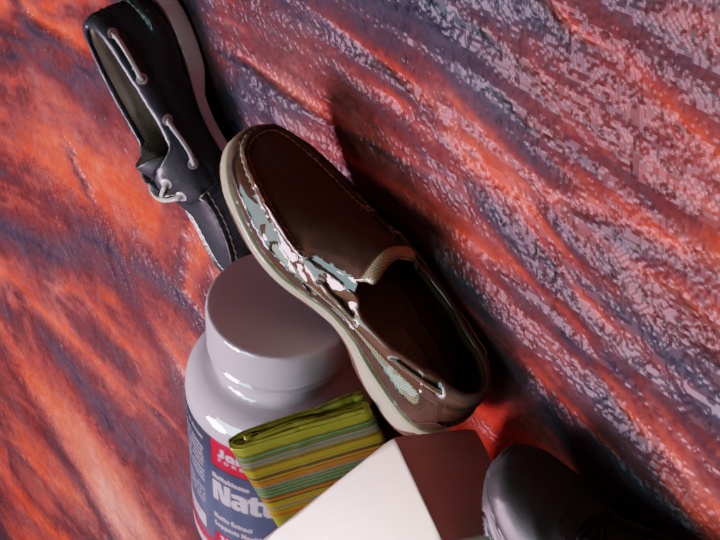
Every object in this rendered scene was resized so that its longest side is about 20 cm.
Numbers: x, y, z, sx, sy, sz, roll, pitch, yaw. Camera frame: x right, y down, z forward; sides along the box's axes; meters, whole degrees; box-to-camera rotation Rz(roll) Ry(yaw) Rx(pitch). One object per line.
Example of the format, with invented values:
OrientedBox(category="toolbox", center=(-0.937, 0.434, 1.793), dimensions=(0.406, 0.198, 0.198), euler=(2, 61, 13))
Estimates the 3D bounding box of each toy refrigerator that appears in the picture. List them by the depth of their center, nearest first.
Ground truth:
OrientedBox(category="toy refrigerator", center=(-0.007, 0.172, 0.869), dimensions=(0.200, 0.076, 0.070), euler=(-42, 63, 32))

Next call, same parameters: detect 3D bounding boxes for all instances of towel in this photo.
OrientedBox(category="towel", center=(-0.009, 0.146, 0.926), dimensions=(0.201, 0.085, 0.018), euler=(67, -170, -46))

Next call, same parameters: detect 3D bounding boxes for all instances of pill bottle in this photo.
OrientedBox(category="pill bottle", center=(-0.050, 0.090, 0.953), dimensions=(0.120, 0.119, 0.201), euler=(42, 147, 33))

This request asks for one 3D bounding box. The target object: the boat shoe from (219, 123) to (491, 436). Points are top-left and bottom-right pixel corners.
OrientedBox(category="boat shoe", center=(0.004, -0.004, 0.835), dimensions=(0.203, 0.075, 0.075), euler=(51, 150, -4))

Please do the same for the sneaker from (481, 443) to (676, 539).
OrientedBox(category="sneaker", center=(0.143, 0.159, 0.753), dimensions=(0.200, 0.076, 0.091), euler=(48, 141, 12))

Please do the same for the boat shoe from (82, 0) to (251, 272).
OrientedBox(category="boat shoe", center=(-0.121, -0.080, 0.985), dimensions=(0.075, 0.060, 0.201), euler=(-3, 112, 60))
